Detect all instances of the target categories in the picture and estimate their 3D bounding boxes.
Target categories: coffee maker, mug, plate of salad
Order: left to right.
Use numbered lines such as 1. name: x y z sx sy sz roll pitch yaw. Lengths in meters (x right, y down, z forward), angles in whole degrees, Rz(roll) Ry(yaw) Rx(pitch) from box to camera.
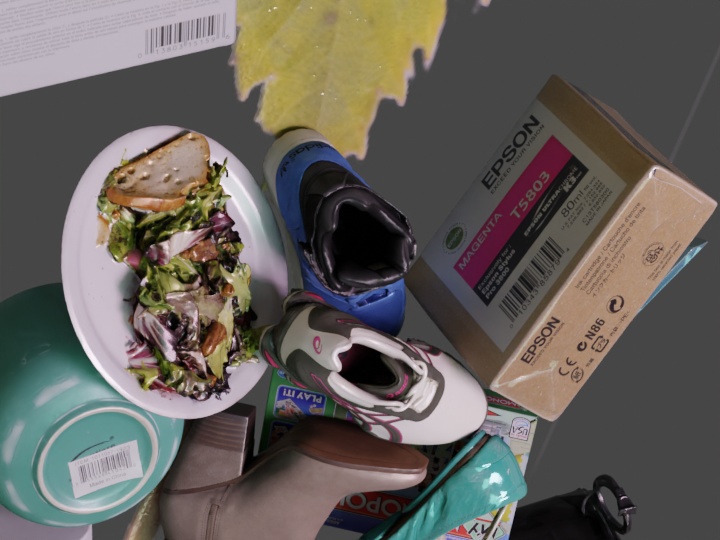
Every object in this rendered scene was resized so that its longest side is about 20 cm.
1. mug: -0.190 0.089 1.539 0.152 0.114 0.185 26 105 -37
2. plate of salad: -0.116 0.000 1.506 0.200 0.048 0.200 10 77 -45
3. coffee maker: 0.101 0.248 1.781 0.200 0.135 0.192 -13 128 -19

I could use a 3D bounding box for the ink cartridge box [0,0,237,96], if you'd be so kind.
1. ink cartridge box: -0.174 -0.197 1.390 0.200 0.044 0.174 -15 139 -19

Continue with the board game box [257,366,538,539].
1. board game box: 0.024 0.139 1.676 0.200 0.029 0.135 12 116 2

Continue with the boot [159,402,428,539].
1. boot: -0.054 0.181 1.645 0.070 0.200 0.146 -29 130 -64

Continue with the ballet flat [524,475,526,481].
1. ballet flat: 0.070 0.120 1.727 0.200 0.068 0.068 44 70 -41

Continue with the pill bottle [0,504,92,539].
1. pill bottle: -0.240 0.263 1.625 0.111 0.111 0.200 -8 122 -24

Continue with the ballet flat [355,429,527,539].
1. ballet flat: 0.046 0.200 1.642 0.200 0.070 0.067 -42 176 25

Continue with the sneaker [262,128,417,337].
1. sneaker: -0.001 0.001 1.587 0.077 0.111 0.200 -28 129 -10

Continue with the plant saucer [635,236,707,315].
1. plant saucer: 0.192 0.045 1.744 0.200 0.019 0.070 -48 170 16

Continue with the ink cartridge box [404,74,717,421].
1. ink cartridge box: 0.140 -0.019 1.616 0.075 0.165 0.200 27 103 -35

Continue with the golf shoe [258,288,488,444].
1. golf shoe: 0.021 0.082 1.556 0.200 0.088 0.077 25 90 -35
